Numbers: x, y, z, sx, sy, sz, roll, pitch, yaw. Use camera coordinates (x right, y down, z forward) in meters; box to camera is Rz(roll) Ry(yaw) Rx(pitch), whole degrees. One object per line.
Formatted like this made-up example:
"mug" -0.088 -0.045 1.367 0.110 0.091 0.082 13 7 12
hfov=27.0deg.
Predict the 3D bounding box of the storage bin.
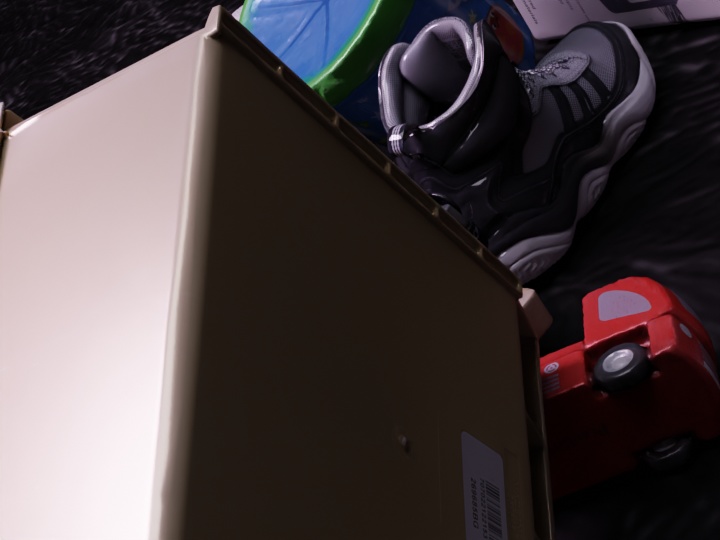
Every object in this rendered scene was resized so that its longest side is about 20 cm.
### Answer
"storage bin" -0.022 0.063 0.447 0.094 0.199 0.200 -23 48 28

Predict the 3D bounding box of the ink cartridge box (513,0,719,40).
"ink cartridge box" 0.188 -0.210 0.841 0.200 0.084 0.145 4 47 53

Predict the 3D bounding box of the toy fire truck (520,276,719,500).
"toy fire truck" 0.047 0.047 0.619 0.200 0.049 0.141 -25 26 18

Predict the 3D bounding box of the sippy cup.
"sippy cup" 0.022 -0.125 0.821 0.178 0.130 0.140 -31 47 37

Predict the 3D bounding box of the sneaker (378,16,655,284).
"sneaker" 0.077 -0.089 0.735 0.075 0.114 0.200 -10 35 41

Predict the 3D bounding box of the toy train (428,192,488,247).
"toy train" 0.000 0.000 0.725 0.034 0.046 0.200 -57 19 -23

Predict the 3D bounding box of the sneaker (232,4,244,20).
"sneaker" -0.090 -0.118 0.946 0.200 0.076 0.105 -30 12 -21
